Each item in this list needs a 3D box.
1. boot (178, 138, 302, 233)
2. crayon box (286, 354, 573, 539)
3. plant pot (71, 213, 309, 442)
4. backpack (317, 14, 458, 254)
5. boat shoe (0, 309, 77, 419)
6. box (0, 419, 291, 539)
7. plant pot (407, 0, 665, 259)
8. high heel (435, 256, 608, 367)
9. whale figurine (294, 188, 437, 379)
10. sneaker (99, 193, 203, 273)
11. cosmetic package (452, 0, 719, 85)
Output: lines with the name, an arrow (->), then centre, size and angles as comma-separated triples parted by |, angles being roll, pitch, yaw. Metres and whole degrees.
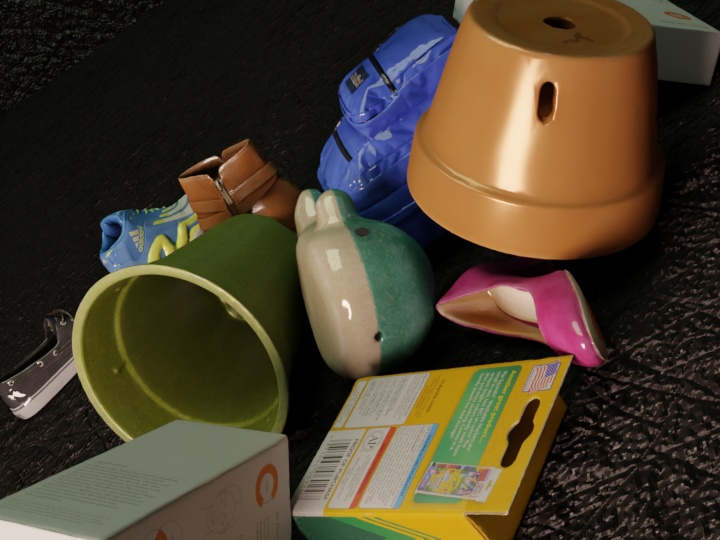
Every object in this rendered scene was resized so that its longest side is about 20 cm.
boot -> -0.142, -0.035, 1.161 | 0.199, 0.155, 0.074 | -32, 26, 14
crayon box -> 0.054, 0.128, 0.757 | 0.199, 0.052, 0.126 | -12, 36, 45
plant pot -> -0.121, 0.043, 1.006 | 0.198, 0.201, 0.190 | -23, 17, 30
backpack -> 0.050, -0.121, 1.038 | 0.200, 0.168, 0.163 | -41, 19, 9
boat shoe -> -0.363, 0.085, 1.366 | 0.200, 0.066, 0.070 | -48, 27, -18
box -> -0.133, 0.184, 0.708 | 0.096, 0.126, 0.199 | 4, 10, 26
plant pot -> 0.139, -0.122, 0.842 | 0.197, 0.142, 0.201 | 3, 34, -2
high heel -> 0.110, 0.035, 0.803 | 0.095, 0.068, 0.200 | -26, 22, 3
whale figurine -> 0.000, 0.000, 0.946 | 0.102, 0.161, 0.200 | -13, 30, -10
sneaker -> -0.259, -0.055, 1.409 | 0.075, 0.105, 0.201 | -19, 32, 34
cosmetic package -> 0.194, -0.216, 0.991 | 0.197, 0.052, 0.151 | 4, 27, -12
